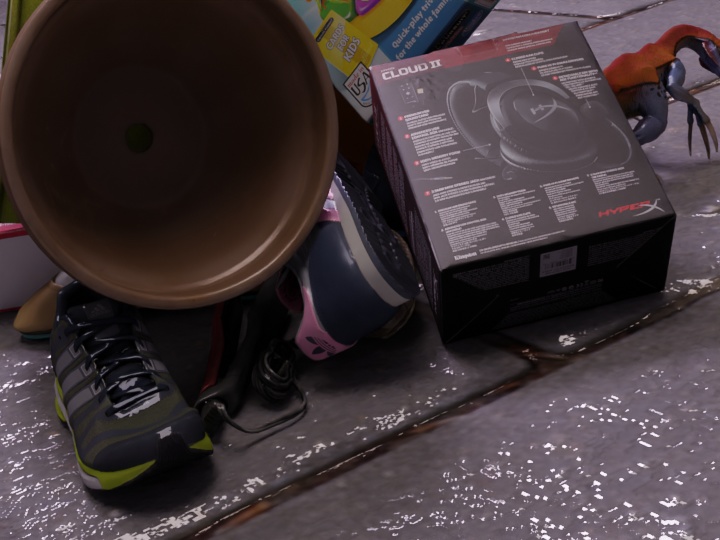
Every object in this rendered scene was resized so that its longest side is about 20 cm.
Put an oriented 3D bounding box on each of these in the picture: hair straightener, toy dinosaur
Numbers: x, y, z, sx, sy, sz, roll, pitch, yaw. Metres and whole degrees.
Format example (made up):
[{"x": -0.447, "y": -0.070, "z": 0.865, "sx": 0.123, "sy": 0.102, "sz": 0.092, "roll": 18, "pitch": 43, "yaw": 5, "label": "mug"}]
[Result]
[{"x": -0.058, "y": 0.044, "z": 0.840, "sx": 0.076, "sy": 0.041, "sz": 0.200, "roll": -9, "pitch": 20, "yaw": 7, "label": "hair straightener"}, {"x": 0.230, "y": -0.145, "z": 1.059, "sx": 0.104, "sy": 0.201, "sz": 0.183, "roll": 18, "pitch": 63, "yaw": 26, "label": "toy dinosaur"}]

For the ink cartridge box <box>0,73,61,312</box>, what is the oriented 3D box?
[{"x": -0.223, "y": -0.076, "z": 1.083, "sx": 0.142, "sy": 0.085, "sz": 0.202, "roll": -8, "pitch": 45, "yaw": 6, "label": "ink cartridge box"}]

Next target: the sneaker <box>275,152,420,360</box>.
[{"x": -0.027, "y": -0.022, "z": 0.865, "sx": 0.082, "sy": 0.070, "sz": 0.201, "roll": -42, "pitch": 29, "yaw": 12, "label": "sneaker"}]

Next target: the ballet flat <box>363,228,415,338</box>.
[{"x": 0.000, "y": 0.000, "z": 0.927, "sx": 0.067, "sy": 0.046, "sz": 0.200, "roll": -46, "pitch": 26, "yaw": 0, "label": "ballet flat"}]

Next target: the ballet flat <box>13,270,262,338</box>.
[{"x": -0.156, "y": -0.001, "z": 0.983, "sx": 0.197, "sy": 0.064, "sz": 0.069, "roll": -11, "pitch": 19, "yaw": 1, "label": "ballet flat"}]

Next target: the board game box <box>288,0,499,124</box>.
[{"x": -0.001, "y": -0.226, "z": 0.969, "sx": 0.151, "sy": 0.200, "sz": 0.047, "roll": -48, "pitch": -20, "yaw": 21, "label": "board game box"}]

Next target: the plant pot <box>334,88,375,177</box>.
[{"x": -0.013, "y": -0.148, "z": 1.084, "sx": 0.197, "sy": 0.203, "sz": 0.140, "roll": 0, "pitch": 1, "yaw": 28, "label": "plant pot"}]

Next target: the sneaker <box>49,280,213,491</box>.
[{"x": -0.141, "y": 0.061, "z": 0.777, "sx": 0.073, "sy": 0.082, "sz": 0.199, "roll": -19, "pitch": 21, "yaw": -22, "label": "sneaker"}]

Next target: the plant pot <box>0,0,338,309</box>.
[{"x": -0.120, "y": -0.081, "z": 0.808, "sx": 0.199, "sy": 0.204, "sz": 0.092, "roll": -20, "pitch": 10, "yaw": -24, "label": "plant pot"}]

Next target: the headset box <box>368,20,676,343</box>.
[{"x": 0.094, "y": -0.068, "z": 0.881, "sx": 0.147, "sy": 0.078, "sz": 0.202, "roll": -13, "pitch": 50, "yaw": -6, "label": "headset box"}]

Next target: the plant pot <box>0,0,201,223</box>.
[{"x": -0.147, "y": -0.121, "z": 0.936, "sx": 0.190, "sy": 0.203, "sz": 0.200, "roll": 5, "pitch": 16, "yaw": -16, "label": "plant pot"}]

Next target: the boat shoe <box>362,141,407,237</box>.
[{"x": 0.100, "y": -0.059, "z": 0.965, "sx": 0.197, "sy": 0.070, "sz": 0.084, "roll": -2, "pitch": 28, "yaw": -5, "label": "boat shoe"}]
